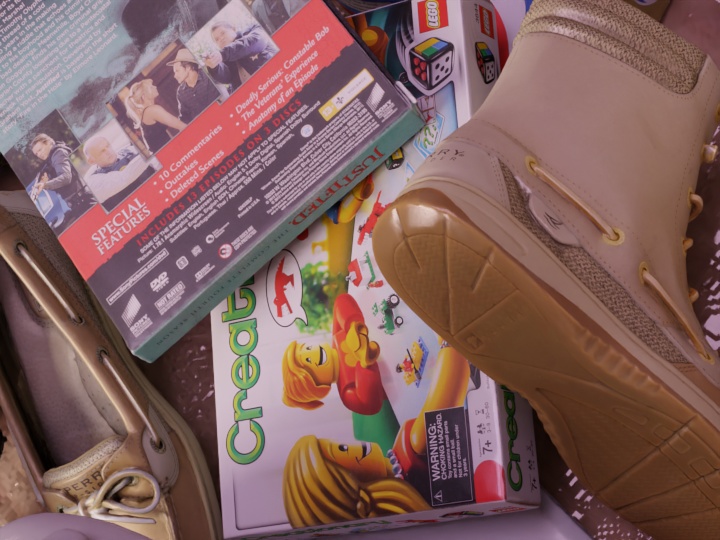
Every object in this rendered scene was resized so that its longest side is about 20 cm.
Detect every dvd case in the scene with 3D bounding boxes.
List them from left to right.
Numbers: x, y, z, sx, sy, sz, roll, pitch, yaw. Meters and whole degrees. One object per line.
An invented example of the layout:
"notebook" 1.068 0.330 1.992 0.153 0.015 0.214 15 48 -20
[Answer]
"dvd case" -0.083 -0.082 0.774 0.146 0.022 0.200 -41 63 6

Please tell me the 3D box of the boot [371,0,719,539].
"boot" 0.110 0.000 0.712 0.073 0.200 0.156 -36 16 49

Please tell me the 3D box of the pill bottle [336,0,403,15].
"pill bottle" -0.003 -0.191 0.804 0.112 0.200 0.113 -11 64 23

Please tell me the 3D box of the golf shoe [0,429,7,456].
"golf shoe" -0.181 0.125 0.794 0.078 0.097 0.201 -26 81 25

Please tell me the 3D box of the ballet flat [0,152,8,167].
"ballet flat" -0.168 -0.065 0.839 0.200 0.046 0.067 -37 65 -27

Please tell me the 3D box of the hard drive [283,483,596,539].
"hard drive" 0.045 0.150 0.731 0.132 0.026 0.200 -47 56 1

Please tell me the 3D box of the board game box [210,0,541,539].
"board game box" 0.000 0.000 0.754 0.126 0.035 0.201 -12 75 29

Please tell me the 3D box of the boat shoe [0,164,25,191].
"boat shoe" -0.123 -0.021 0.869 0.199 0.070 0.071 -5 58 35

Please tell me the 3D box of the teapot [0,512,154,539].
"teapot" -0.097 0.190 0.670 0.200 0.197 0.146 39 58 -3

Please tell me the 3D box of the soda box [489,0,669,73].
"soda box" 0.084 -0.116 0.808 0.068 0.064 0.201 22 79 33

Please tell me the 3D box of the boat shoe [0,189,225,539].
"boat shoe" -0.120 0.060 0.800 0.073 0.063 0.201 -24 82 27
